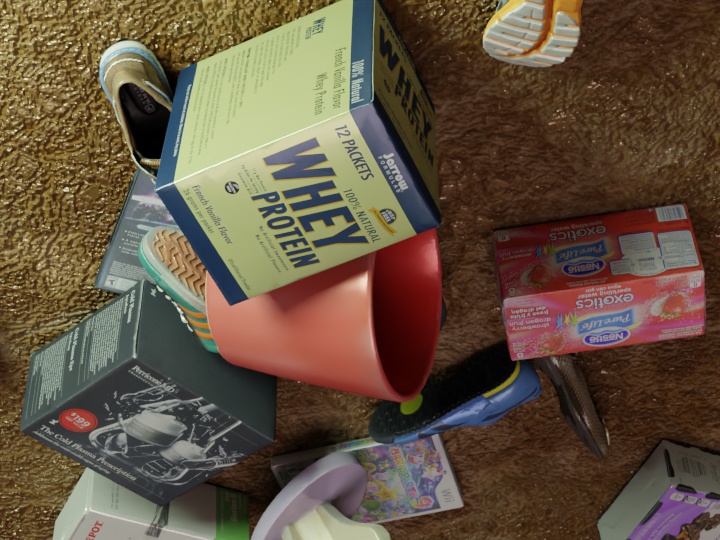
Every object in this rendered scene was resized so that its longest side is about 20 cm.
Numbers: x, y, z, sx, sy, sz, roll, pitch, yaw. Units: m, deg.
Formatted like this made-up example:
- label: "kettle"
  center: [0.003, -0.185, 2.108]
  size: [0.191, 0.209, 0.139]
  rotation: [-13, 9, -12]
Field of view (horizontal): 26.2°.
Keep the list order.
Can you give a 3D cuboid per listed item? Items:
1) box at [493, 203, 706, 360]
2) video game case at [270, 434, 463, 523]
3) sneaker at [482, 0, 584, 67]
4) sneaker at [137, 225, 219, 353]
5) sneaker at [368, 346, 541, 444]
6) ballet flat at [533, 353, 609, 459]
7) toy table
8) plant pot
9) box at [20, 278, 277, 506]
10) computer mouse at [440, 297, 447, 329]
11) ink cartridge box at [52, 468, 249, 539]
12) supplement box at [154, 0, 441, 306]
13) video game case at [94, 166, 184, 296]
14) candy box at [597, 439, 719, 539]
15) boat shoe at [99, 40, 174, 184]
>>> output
- label: "box"
  center: [0.236, 0.012, 1.537]
  size: [0.198, 0.100, 0.096]
  rotation: [-8, 134, 4]
- label: "video game case"
  center: [0.010, 0.248, 1.810]
  size: [0.198, 0.018, 0.144]
  rotation: [-13, 133, 9]
- label: "sneaker"
  center: [0.158, -0.244, 1.308]
  size: [0.078, 0.078, 0.200]
  rotation: [13, 150, -8]
- label: "sneaker"
  center: [-0.153, 0.037, 1.536]
  size: [0.200, 0.072, 0.080]
  rotation: [40, 131, -25]
- label: "sneaker"
  center: [0.105, 0.154, 1.691]
  size: [0.199, 0.066, 0.078]
  rotation: [-26, 134, 20]
- label: "ballet flat"
  center: [0.239, 0.134, 1.690]
  size: [0.046, 0.067, 0.201]
  rotation: [-38, 128, -9]
- label: "toy table"
  center: [-0.039, 0.316, 1.745]
  size: [0.183, 0.117, 0.201]
  rotation: [-12, 141, -32]
- label: "plant pot"
  center: [-0.036, 0.019, 1.430]
  size: [0.176, 0.201, 0.201]
  rotation: [2, 137, 21]
- label: "box"
  center: [-0.218, 0.132, 1.613]
  size: [0.182, 0.105, 0.200]
  rotation: [-33, 130, 30]
- label: "computer mouse"
  center: [0.000, 0.000, 1.552]
  size: [0.199, 0.053, 0.139]
  rotation: [29, 126, -14]
- label: "ink cartridge box"
  center: [-0.247, 0.311, 1.810]
  size: [0.199, 0.084, 0.146]
  rotation: [18, 130, -20]
- label: "supplement box"
  center: [-0.049, -0.108, 1.328]
  size: [0.198, 0.201, 0.135]
  rotation: [-21, 124, 16]
- label: "video game case"
  center: [-0.168, -0.039, 1.524]
  size: [0.142, 0.019, 0.201]
  rotation: [14, 131, -16]
- label: "candy box"
  center: [0.411, 0.298, 1.841]
  size: [0.198, 0.072, 0.168]
  rotation: [14, 132, -15]
- label: "boat shoe"
  center: [-0.176, -0.108, 1.399]
  size: [0.072, 0.073, 0.200]
  rotation: [-28, 123, 10]
